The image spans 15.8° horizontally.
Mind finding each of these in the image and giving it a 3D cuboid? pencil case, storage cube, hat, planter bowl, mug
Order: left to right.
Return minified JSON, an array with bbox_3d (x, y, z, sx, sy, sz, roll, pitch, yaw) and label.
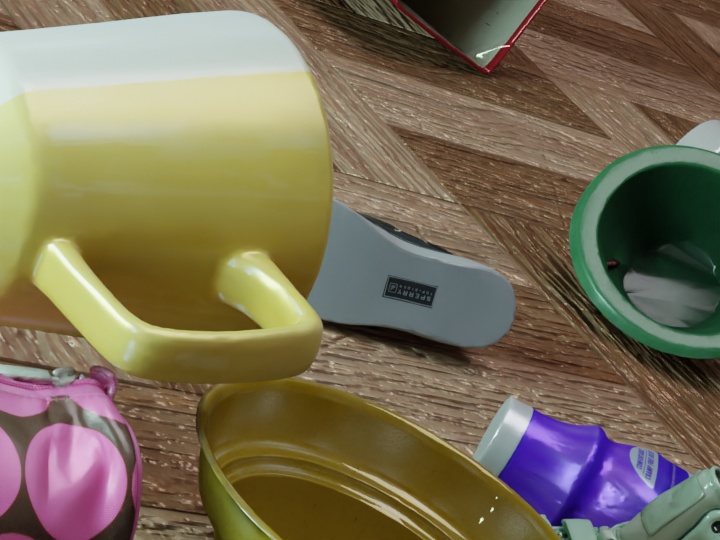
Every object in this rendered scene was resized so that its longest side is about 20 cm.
[{"bbox_3d":[-0.184,0.071,1.006,0.200,0.094,0.091,12,9,-43],"label":"pencil case"},{"bbox_3d":[-0.104,-0.036,1.054,0.153,0.150,0.187,1,3,-37],"label":"mug"},{"bbox_3d":[-0.001,0.137,1.143,0.200,0.083,0.200,26,19,-10],"label":"planter bowl"},{"bbox_3d":[0.063,-0.300,2.131,0.180,0.171,0.200,43,7,33],"label":"storage cube"},{"bbox_3d":[0.215,0.019,1.853,0.166,0.176,0.200,35,58,9],"label":"hat"}]

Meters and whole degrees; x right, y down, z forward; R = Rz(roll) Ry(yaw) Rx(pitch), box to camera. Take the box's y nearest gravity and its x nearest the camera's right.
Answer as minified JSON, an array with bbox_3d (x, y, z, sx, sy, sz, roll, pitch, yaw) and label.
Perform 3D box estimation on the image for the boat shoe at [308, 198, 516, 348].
[{"bbox_3d":[0.000,0.000,1.530,0.200,0.069,0.057,21,3,-30],"label":"boat shoe"}]

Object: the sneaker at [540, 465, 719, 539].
[{"bbox_3d":[0.119,0.129,1.287,0.200,0.118,0.074,23,22,-17],"label":"sneaker"}]

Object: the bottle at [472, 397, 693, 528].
[{"bbox_3d":[0.156,0.137,1.400,0.200,0.065,0.084,30,20,-1],"label":"bottle"}]

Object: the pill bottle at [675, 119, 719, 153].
[{"bbox_3d":[0.320,-0.022,1.965,0.200,0.110,0.110,40,21,27],"label":"pill bottle"}]
